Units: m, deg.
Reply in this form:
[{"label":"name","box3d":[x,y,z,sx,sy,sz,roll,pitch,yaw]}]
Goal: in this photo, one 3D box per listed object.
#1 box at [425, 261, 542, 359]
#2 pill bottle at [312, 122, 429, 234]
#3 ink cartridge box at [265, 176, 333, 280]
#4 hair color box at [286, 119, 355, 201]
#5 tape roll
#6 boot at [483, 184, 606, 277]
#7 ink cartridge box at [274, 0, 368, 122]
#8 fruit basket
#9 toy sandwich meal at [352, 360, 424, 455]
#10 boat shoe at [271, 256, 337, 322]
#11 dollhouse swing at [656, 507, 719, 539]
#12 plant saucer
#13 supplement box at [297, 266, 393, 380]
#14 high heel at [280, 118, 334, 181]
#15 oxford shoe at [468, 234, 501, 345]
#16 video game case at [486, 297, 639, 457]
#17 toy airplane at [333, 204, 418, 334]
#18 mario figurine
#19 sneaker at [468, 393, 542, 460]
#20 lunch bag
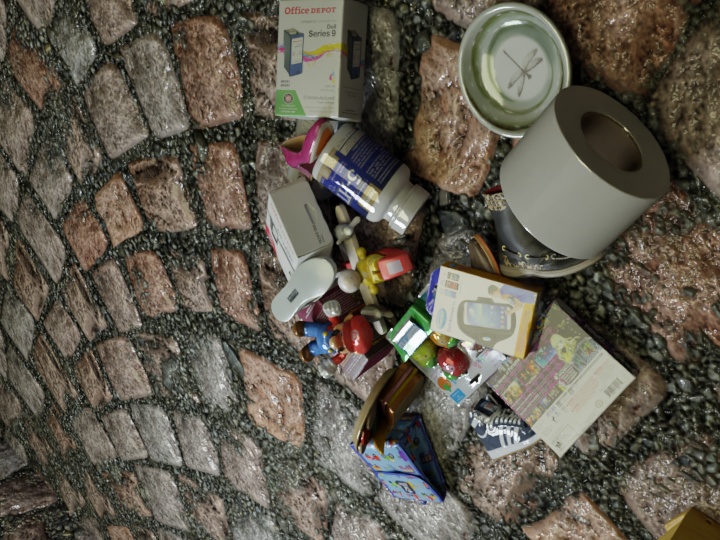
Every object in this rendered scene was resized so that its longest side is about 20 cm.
[{"label":"box","box3d":[0.201,0.063,1.402,0.196,0.041,0.122,15,109,21]},{"label":"pill bottle","box3d":[0.022,-0.160,1.484,0.198,0.120,0.120,36,134,3]},{"label":"ink cartridge box","box3d":[-0.125,-0.071,1.642,0.148,0.082,0.200,65,165,13]},{"label":"hair color box","box3d":[-0.074,-0.249,1.588,0.098,0.060,0.203,36,131,25]},{"label":"tape roll","box3d":[0.315,-0.139,1.168,0.204,0.201,0.140,50,136,11]},{"label":"boot","box3d":[0.288,-0.071,1.325,0.198,0.073,0.154,-4,111,52]},{"label":"ink cartridge box","box3d":[-0.070,-0.371,1.454,0.143,0.087,0.205,9,98,31]},{"label":"fruit basket","box3d":[0.154,0.148,1.555,0.200,0.093,0.186,47,136,10]},{"label":"toy sandwich meal","box3d":[0.056,0.280,1.645,0.069,0.205,0.208,26,128,16]},{"label":"boat shoe","box3d":[-0.103,0.027,1.604,0.071,0.063,0.199,54,131,3]},{"label":"dollhouse swing","box3d":[0.509,0.521,1.325,0.180,0.199,0.179,32,129,27]},{"label":"plant saucer","box3d":[0.242,-0.308,1.261,0.197,0.050,0.204,21,124,34]},{"label":"supplement box","box3d":[-0.029,0.108,1.694,0.201,0.110,0.086,49,136,13]},{"label":"high heel","box3d":[-0.103,-0.240,1.498,0.096,0.067,0.200,43,165,6]},{"label":"oxford shoe","box3d":[0.209,0.039,1.440,0.071,0.071,0.204,-129,24,-74]},{"label":"video game case","box3d":[0.337,0.182,1.394,0.181,0.036,0.202,43,117,17]},{"label":"toy airplane","box3d":[0.000,0.000,1.588,0.199,0.140,0.202,39,134,22]},{"label":"mario figurine","box3d":[-0.062,0.131,1.579,0.198,0.107,0.123,-12,133,48]},{"label":"sneaker","box3d":[0.275,0.273,1.518,0.109,0.070,0.200,54,140,5]},{"label":"lunch bag","box3d":[0.096,0.419,1.771,0.149,0.094,0.202,-13,114,45]}]
